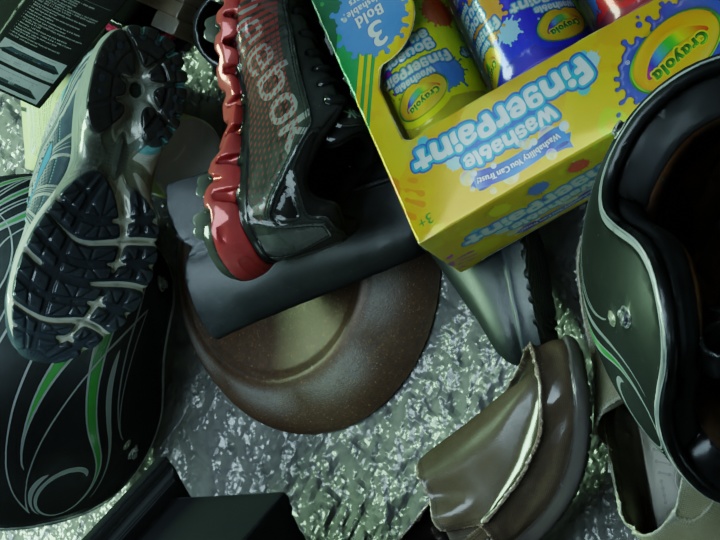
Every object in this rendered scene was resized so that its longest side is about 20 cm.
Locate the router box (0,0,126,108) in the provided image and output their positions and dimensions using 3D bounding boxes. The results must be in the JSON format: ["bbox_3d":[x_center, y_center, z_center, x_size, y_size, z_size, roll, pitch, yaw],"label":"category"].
[{"bbox_3d":[-0.162,-0.220,1.707,0.157,0.052,0.201,-44,30,46],"label":"router box"}]

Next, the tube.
[{"bbox_3d":[-0.158,-0.085,1.771,0.200,0.052,0.058,17,73,52],"label":"tube"}]

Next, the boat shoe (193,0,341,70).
[{"bbox_3d":[-0.001,-0.148,1.647,0.200,0.063,0.074,-10,85,27],"label":"boat shoe"}]

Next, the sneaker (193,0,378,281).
[{"bbox_3d":[-0.034,-0.095,1.578,0.097,0.071,0.202,-7,69,24],"label":"sneaker"}]

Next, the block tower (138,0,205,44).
[{"bbox_3d":[-0.079,-0.234,1.697,0.058,0.054,0.201,25,95,27],"label":"block tower"}]

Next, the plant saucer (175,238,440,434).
[{"bbox_3d":[-0.042,-0.004,1.701,0.200,0.037,0.202,-1,88,37],"label":"plant saucer"}]

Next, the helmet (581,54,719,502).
[{"bbox_3d":[0.197,-0.002,1.404,0.200,0.199,0.191,-45,32,28],"label":"helmet"}]

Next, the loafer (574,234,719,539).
[{"bbox_3d":[0.156,0.057,1.522,0.075,0.068,0.201,-24,75,35],"label":"loafer"}]

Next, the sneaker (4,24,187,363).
[{"bbox_3d":[-0.156,-0.039,1.662,0.086,0.077,0.201,-12,57,64],"label":"sneaker"}]

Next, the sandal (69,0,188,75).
[{"bbox_3d":[-0.117,-0.169,1.756,0.199,0.045,0.076,-18,80,37],"label":"sandal"}]

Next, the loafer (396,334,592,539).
[{"bbox_3d":[0.067,0.117,1.555,0.073,0.071,0.201,-100,27,-53],"label":"loafer"}]

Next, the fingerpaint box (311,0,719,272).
[{"bbox_3d":[0.094,-0.123,1.529,0.199,0.073,0.168,-29,68,14],"label":"fingerpaint box"}]

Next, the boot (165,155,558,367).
[{"bbox_3d":[0.000,-0.001,1.607,0.199,0.066,0.166,-15,69,13],"label":"boot"}]

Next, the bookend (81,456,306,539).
[{"bbox_3d":[-0.025,0.205,1.588,0.198,0.092,0.201,-7,118,40],"label":"bookend"}]

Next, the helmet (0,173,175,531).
[{"bbox_3d":[-0.211,0.040,1.749,0.200,0.199,0.192,28,123,35],"label":"helmet"}]
